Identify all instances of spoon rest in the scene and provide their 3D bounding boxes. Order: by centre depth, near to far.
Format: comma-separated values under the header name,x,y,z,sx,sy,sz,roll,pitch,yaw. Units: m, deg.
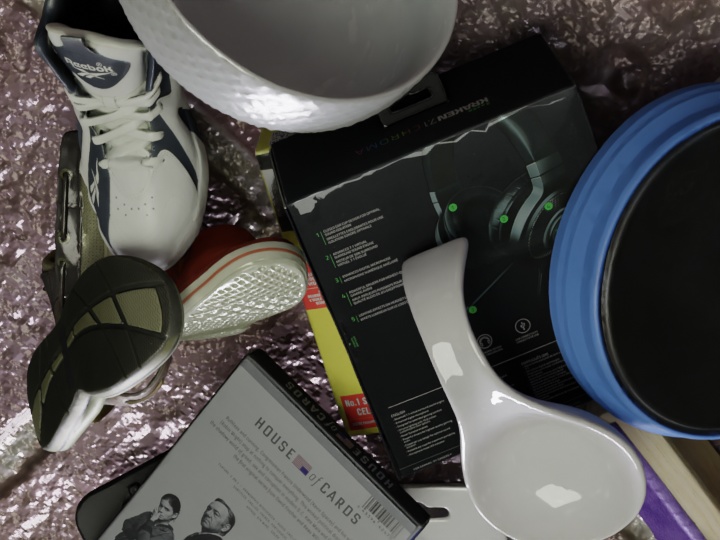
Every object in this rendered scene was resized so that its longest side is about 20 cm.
name,x,y,z,sx,sy,sz,roll,pitch,yaw
spoon rest,0.083,0.079,1.146,0.099,0.061,0.201,-23,117,23

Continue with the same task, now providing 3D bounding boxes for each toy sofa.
name,x,y,z,sx,sy,sz,roll,pitch,yaw
toy sofa,0.189,0.130,1.296,0.097,0.083,0.200,-26,118,25

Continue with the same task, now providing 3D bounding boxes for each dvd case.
name,x,y,z,sx,sy,sz,roll,pitch,yaw
dvd case,-0.069,0.168,1.312,0.150,0.025,0.200,44,117,7

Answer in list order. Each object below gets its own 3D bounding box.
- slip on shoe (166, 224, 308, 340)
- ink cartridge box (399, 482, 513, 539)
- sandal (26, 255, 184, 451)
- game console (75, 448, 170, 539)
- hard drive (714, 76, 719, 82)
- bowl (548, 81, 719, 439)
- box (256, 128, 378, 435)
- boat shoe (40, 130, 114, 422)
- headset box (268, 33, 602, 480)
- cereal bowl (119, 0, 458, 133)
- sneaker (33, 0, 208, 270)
name,x,y,z,sx,sy,sz,roll,pitch,yaw
slip on shoe,-0.082,0.002,1.245,0.073,0.200,0.062,-5,83,-17
ink cartridge box,0.054,0.206,1.388,0.115,0.067,0.202,-2,120,13
sandal,-0.146,0.049,1.251,0.057,0.081,0.201,2,158,-27
game console,-0.069,0.204,1.346,0.175,0.116,0.201,-27,93,-2
hard drive,0.237,-0.049,1.231,0.132,0.026,0.200,39,120,-12
bowl,0.199,-0.001,1.161,0.199,0.039,0.203,-8,109,-25
box,0.000,0.000,1.282,0.075,0.050,0.202,-10,117,13
boat shoe,-0.166,0.000,1.319,0.064,0.073,0.202,18,118,12
headset box,0.059,-0.014,1.190,0.173,0.093,0.201,-23,116,2
cereal bowl,-0.050,-0.159,1.136,0.199,0.201,0.083,36,142,-10
sneaker,-0.138,-0.096,1.178,0.079,0.130,0.201,5,95,14
